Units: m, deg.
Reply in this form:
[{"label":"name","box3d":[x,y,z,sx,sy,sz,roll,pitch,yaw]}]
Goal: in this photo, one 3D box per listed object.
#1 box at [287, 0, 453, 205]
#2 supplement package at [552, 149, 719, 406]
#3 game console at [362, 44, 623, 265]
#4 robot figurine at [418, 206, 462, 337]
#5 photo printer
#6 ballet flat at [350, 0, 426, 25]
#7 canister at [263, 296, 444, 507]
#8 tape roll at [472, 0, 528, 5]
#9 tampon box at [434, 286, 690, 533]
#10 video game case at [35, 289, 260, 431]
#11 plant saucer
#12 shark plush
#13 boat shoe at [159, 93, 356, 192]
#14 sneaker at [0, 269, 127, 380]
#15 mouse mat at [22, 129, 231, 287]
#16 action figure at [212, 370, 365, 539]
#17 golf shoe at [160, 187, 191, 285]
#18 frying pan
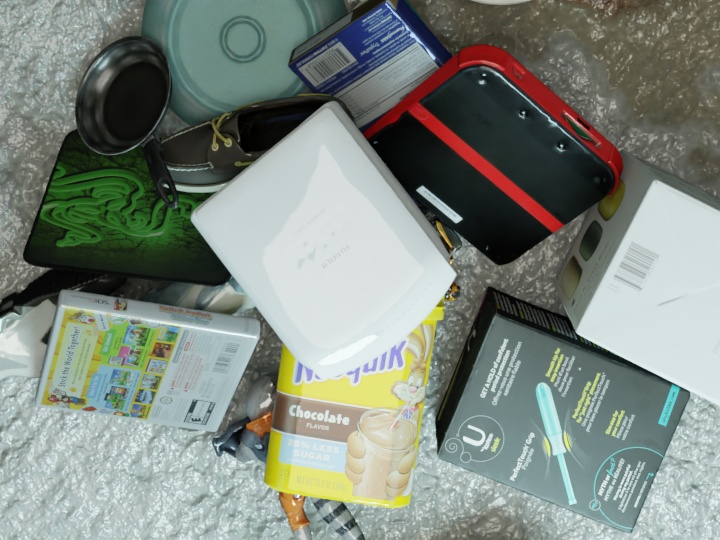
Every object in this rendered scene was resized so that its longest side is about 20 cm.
[{"label":"box","box3d":[0.042,-0.156,1.598,0.121,0.033,0.200,-28,120,29]},{"label":"supplement package","box3d":[0.281,0.001,1.581,0.150,0.200,0.153,26,101,-5]},{"label":"game console","box3d":[0.122,-0.104,1.594,0.199,0.031,0.176,38,131,-21]},{"label":"robot figurine","box3d":[0.000,0.000,1.656,0.198,0.058,0.147,14,102,-2]},{"label":"photo printer","box3d":[-0.026,-0.019,1.506,0.166,0.069,0.201,-37,88,3]},{"label":"ballet flat","box3d":[0.006,-0.256,1.601,0.071,0.072,0.201,-27,102,6]},{"label":"canister","box3d":[-0.008,0.106,1.590,0.147,0.087,0.202,8,94,-1]},{"label":"tape roll","box3d":[0.129,-0.347,1.595,0.200,0.037,0.205,0,102,1]},{"label":"tampon box","box3d":[0.187,0.129,1.647,0.198,0.126,0.151,22,101,-3]},{"label":"video game case","box3d":[-0.201,0.087,1.609,0.180,0.200,0.023,9,58,-12]},{"label":"plant saucer","box3d":[-0.109,-0.217,1.624,0.198,0.036,0.202,0,102,0]},{"label":"shark plush","box3d":[-0.154,0.011,1.606,0.199,0.091,0.084,-27,79,11]},{"label":"boat shoe","box3d":[-0.102,-0.122,1.584,0.199,0.072,0.061,-9,146,9]},{"label":"sneaker","box3d":[-0.296,0.054,1.670,0.199,0.074,0.089,-27,110,12]},{"label":"mouse mat","box3d":[-0.199,-0.060,1.602,0.198,0.162,0.008,6,146,10]},{"label":"action figure","box3d":[-0.036,0.169,1.672,0.199,0.105,0.194,-34,109,9]},{"label":"golf shoe","box3d":[-0.144,0.007,1.652,0.087,0.077,0.202,-2,102,-4]},{"label":"frying pan","box3d":[-0.193,-0.143,1.593,0.189,0.031,0.116,35,96,35]}]
